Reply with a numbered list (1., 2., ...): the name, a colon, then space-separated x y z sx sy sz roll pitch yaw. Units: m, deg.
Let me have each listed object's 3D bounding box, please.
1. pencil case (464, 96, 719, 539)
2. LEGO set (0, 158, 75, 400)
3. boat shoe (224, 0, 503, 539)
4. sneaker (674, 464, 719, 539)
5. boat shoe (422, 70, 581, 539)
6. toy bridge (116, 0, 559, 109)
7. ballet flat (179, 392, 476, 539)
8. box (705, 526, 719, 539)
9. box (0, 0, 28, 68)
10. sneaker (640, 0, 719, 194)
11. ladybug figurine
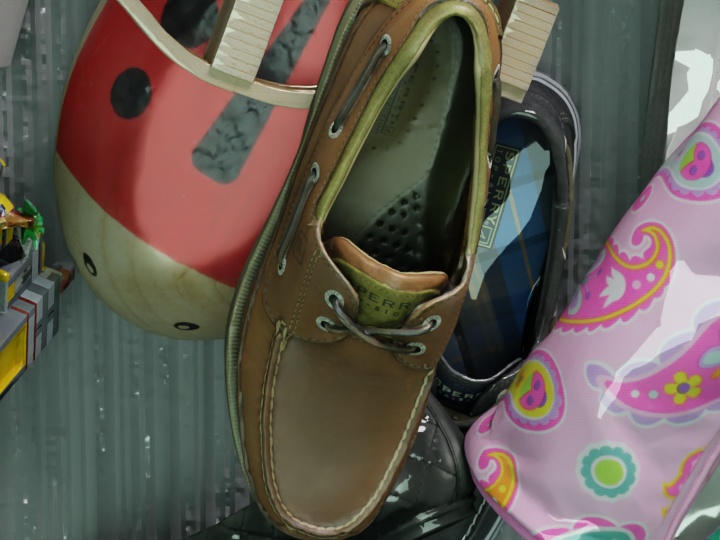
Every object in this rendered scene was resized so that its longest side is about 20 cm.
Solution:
1. pencil case: 0.120 0.012 0.838 0.087 0.087 0.200 35 108 -4
2. LEGO set: -0.185 -0.024 0.867 0.199 0.116 0.154 15 132 19
3. boat shoe: 0.000 0.000 0.807 0.072 0.068 0.201 7 102 -12
4. sneaker: 0.094 0.123 0.929 0.200 0.074 0.080 -38 93 1
5. boat shoe: 0.041 0.026 0.908 0.070 0.066 0.201 16 103 0
6. toy bridge: -0.036 -0.094 0.827 0.199 0.027 0.068 19 98 -14
7. ballet flat: -0.043 0.095 0.918 0.199 0.066 0.057 -23 82 26
8. box: 0.155 0.179 0.907 0.117 0.048 0.200 -45 131 10
9. box: -0.207 -0.158 0.864 0.199 0.097 0.125 18 96 0
10. sneaker: 0.168 -0.101 0.879 0.115 0.074 0.201 5 110 -1
11. ladybug figurine: -0.038 -0.062 0.892 0.135 0.072 0.201 28 101 -3
